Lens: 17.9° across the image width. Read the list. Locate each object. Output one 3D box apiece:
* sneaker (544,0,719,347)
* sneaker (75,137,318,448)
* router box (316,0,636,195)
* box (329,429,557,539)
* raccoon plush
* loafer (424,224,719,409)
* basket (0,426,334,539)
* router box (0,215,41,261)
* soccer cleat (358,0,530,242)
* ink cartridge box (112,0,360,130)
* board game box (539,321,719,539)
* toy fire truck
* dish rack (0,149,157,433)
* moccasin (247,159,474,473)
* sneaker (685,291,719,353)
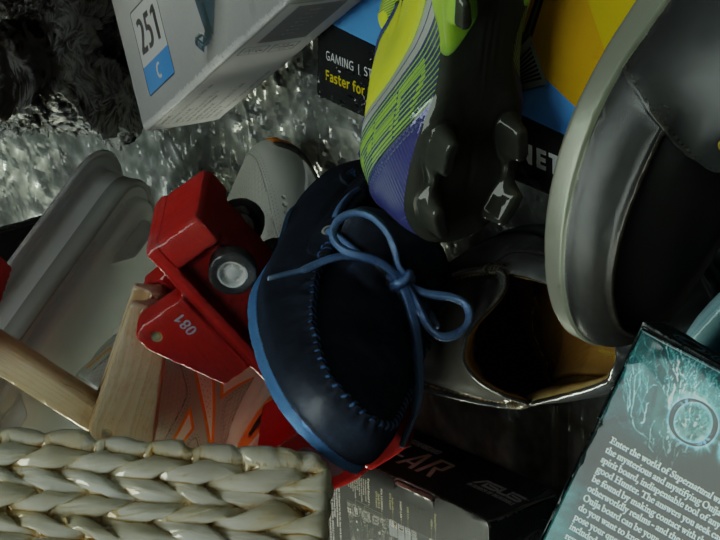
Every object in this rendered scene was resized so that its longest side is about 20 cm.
[{"bbox_3d":[0.138,-0.051,0.751,0.106,0.075,0.201,33,106,37],"label":"sneaker"},{"bbox_3d":[-0.077,0.033,1.037,0.076,0.091,0.202,-160,85,-69],"label":"sneaker"},{"bbox_3d":[0.060,-0.116,0.880,0.199,0.051,0.150,26,123,47],"label":"router box"},{"bbox_3d":[0.022,0.175,1.050,0.160,0.043,0.202,19,118,47],"label":"box"},{"bbox_3d":[-0.192,-0.109,1.103,0.133,0.199,0.098,-3,84,32],"label":"raccoon plush"},{"bbox_3d":[0.066,0.021,0.911,0.199,0.072,0.073,-16,92,54],"label":"loafer"},{"bbox_3d":[-0.113,0.154,0.887,0.200,0.196,0.162,105,171,-76],"label":"basket"},{"bbox_3d":[-0.190,0.081,1.193,0.052,0.156,0.202,-8,97,52],"label":"router box"},{"bbox_3d":[0.033,-0.107,0.823,0.084,0.064,0.202,44,133,45],"label":"soccer cleat"},{"bbox_3d":[-0.066,-0.171,0.983,0.200,0.044,0.178,-29,73,65],"label":"ink cartridge box"},{"bbox_3d":[0.151,0.121,0.739,0.199,0.028,0.136,29,101,24],"label":"board game box"},{"bbox_3d":[-0.087,0.034,0.973,0.141,0.049,0.200,-33,114,20],"label":"toy fire truck"},{"bbox_3d":[-0.139,0.061,1.085,0.043,0.201,0.172,16,142,20],"label":"dish rack"},{"bbox_3d":[0.000,0.000,0.911,0.068,0.201,0.080,-37,115,20],"label":"moccasin"},{"bbox_3d":[0.180,0.008,0.751,0.200,0.082,0.074,-43,71,50],"label":"sneaker"}]
